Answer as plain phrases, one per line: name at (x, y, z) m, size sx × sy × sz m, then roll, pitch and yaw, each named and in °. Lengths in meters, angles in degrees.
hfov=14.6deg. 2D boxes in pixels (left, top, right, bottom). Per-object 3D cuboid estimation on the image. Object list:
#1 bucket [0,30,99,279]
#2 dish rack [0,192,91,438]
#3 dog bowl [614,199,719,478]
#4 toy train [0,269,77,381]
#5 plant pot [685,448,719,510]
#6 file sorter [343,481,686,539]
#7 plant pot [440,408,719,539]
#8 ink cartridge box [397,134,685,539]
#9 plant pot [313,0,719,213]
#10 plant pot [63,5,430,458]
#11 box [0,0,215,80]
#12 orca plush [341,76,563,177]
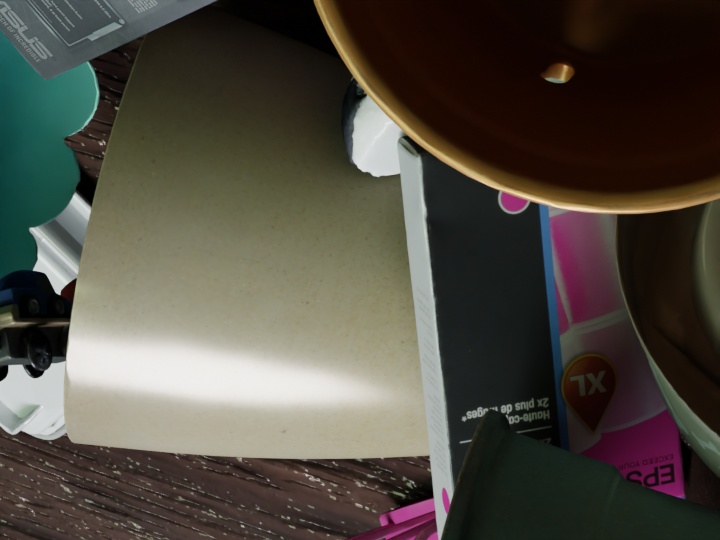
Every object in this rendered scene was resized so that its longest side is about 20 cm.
bucket at (-0.221, -0.074, 1.185) m, size 0.134 × 0.207 × 0.208 m, roll 18°, pitch 139°, yaw 27°
dish rack at (-0.190, -0.001, 1.388) m, size 0.200 × 0.044 × 0.172 m, roll 45°, pitch 144°, yaw -6°
dog bowl at (0.186, 0.006, 0.961) m, size 0.199 × 0.200 × 0.059 m, roll 25°, pitch 152°, yaw 18°
toy train at (-0.111, 0.021, 1.255) m, size 0.034 × 0.200 × 0.046 m, roll -13°, pitch 85°, yaw 28°
plant pot at (0.200, 0.123, 1.102) m, size 0.186 × 0.187 × 0.201 m, roll 3°, pitch 118°, yaw 39°
file sorter at (0.053, 0.171, 1.261) m, size 0.200 × 0.125 × 0.140 m, roll -23°, pitch 85°, yaw 50°
plant pot at (0.118, 0.167, 0.965) m, size 0.195 × 0.201 × 0.201 m, roll 12°, pitch 138°, yaw 9°
ink cartridge box at (0.072, 0.040, 1.074) m, size 0.037 × 0.094 × 0.201 m, roll -130°, pitch 32°, yaw -68°
plant pot at (0.086, -0.125, 0.906) m, size 0.199 × 0.140 × 0.201 m, roll 1°, pitch 98°, yaw 7°
plant pot at (0.000, 0.000, 1.145) m, size 0.199 × 0.188 × 0.188 m, roll 12°, pitch 139°, yaw 4°
box at (-0.124, -0.177, 1.044) m, size 0.157 × 0.051 × 0.200 m, roll -19°, pitch 119°, yaw 48°
orca plush at (0.064, -0.116, 1.039) m, size 0.105 × 0.071 × 0.200 m, roll 8°, pitch 141°, yaw -36°
